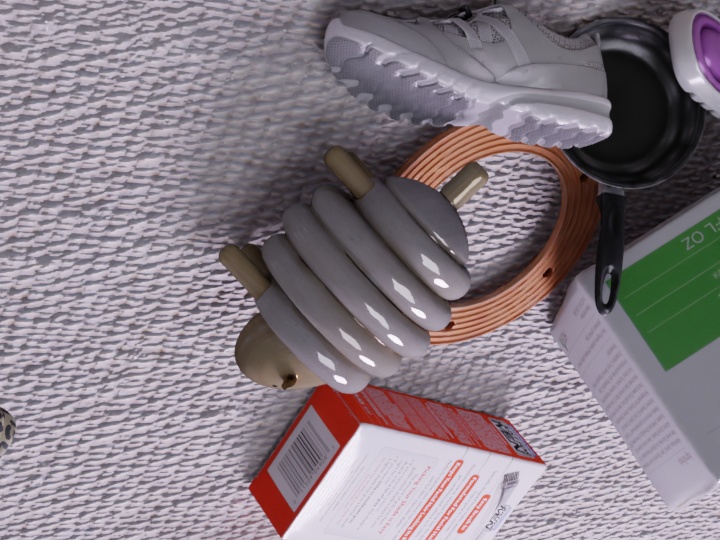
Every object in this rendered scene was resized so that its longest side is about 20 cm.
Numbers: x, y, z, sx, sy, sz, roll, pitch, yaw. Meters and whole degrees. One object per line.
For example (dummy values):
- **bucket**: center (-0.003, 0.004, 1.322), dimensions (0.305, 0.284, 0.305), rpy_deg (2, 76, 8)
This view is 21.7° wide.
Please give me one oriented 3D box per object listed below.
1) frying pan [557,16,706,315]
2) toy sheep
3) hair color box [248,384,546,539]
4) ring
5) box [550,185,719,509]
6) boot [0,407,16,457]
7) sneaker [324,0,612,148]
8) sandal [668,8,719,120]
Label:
- **frying pan**: center (0.182, -0.074, 1.242), dimensions (0.115, 0.031, 0.190), rpy_deg (-13, 89, -17)
- **toy sheep**: center (0.000, 0.000, 1.181), dimensions (0.200, 0.138, 0.138), rpy_deg (-43, 137, 10)
- **hair color box**: center (0.030, 0.153, 1.391), dimensions (0.200, 0.064, 0.111), rpy_deg (18, 114, -41)
- **ring**: center (0.082, -0.031, 1.298), dimensions (0.200, 0.019, 0.201), rpy_deg (-19, 135, -20)
- **box**: center (0.266, 0.041, 1.319), dimensions (0.199, 0.171, 0.200), rpy_deg (-32, 170, -6)
- **boot**: center (-0.317, 0.109, 1.108), dimensions (0.204, 0.073, 0.154), rpy_deg (-40, 133, -2)
- **sneaker**: center (0.067, -0.134, 1.174), dimensions (0.200, 0.082, 0.075), rpy_deg (13, 162, -28)
- **sandal**: center (0.276, -0.130, 1.272), dimensions (0.050, 0.083, 0.203), rpy_deg (-12, 169, 37)
